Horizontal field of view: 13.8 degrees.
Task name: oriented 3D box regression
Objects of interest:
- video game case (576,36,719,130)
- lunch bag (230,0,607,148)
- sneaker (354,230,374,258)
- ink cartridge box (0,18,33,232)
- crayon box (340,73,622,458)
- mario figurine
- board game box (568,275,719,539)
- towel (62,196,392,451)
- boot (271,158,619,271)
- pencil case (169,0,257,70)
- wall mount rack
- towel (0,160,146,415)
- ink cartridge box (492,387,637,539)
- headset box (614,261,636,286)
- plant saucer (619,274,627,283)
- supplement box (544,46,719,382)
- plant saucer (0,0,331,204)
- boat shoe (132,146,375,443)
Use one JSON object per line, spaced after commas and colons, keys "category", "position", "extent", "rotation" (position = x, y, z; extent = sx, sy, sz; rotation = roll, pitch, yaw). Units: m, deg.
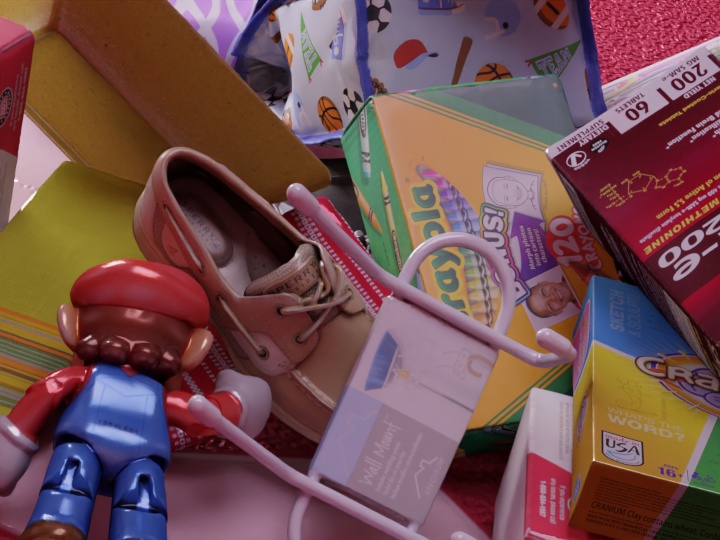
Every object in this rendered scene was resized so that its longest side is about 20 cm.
{"category": "video game case", "position": [0.174, -0.091, 1.778], "extent": [0.143, 0.018, 0.200], "rotation": [-22, 14, 24]}
{"category": "lunch bag", "position": [0.030, -0.133, 1.831], "extent": [0.170, 0.124, 0.200], "rotation": [-3, -1, -23]}
{"category": "sneaker", "position": [0.000, 0.000, 1.697], "extent": [0.199, 0.082, 0.075], "rotation": [4, 30, -21]}
{"category": "ink cartridge box", "position": [-0.261, -0.045, 1.556], "extent": [0.085, 0.148, 0.200], "rotation": [23, 28, 17]}
{"category": "crayon box", "position": [0.074, -0.003, 1.644], "extent": [0.118, 0.058, 0.200], "rotation": [-8, 72, -23]}
{"category": "mario figurine", "position": [-0.120, 0.084, 1.484], "extent": [0.123, 0.106, 0.200], "rotation": [41, 41, -32]}
{"category": "board game box", "position": [0.183, 0.082, 1.511], "extent": [0.153, 0.040, 0.200], "rotation": [15, 27, -4]}
{"category": "towel", "position": [-0.076, 0.031, 1.595], "extent": [0.200, 0.023, 0.145], "rotation": [-18, 44, -17]}
{"category": "boot", "position": [0.032, -0.030, 1.781], "extent": [0.200, 0.073, 0.182], "rotation": [0, 17, -40]}
{"category": "pencil case", "position": [-0.140, -0.158, 1.907], "extent": [0.199, 0.086, 0.084], "rotation": [5, 22, -22]}
{"category": "wall mount rack", "position": [0.007, 0.055, 1.473], "extent": [0.173, 0.200, 0.075], "rotation": [28, -15, -13]}
{"category": "towel", "position": [-0.168, 0.014, 1.591], "extent": [0.086, 0.018, 0.200], "rotation": [19, 44, 14]}
{"category": "ink cartridge box", "position": [0.169, 0.150, 1.512], "extent": [0.199, 0.086, 0.148], "rotation": [16, 27, -3]}
{"category": "headset box", "position": [0.246, -0.004, 1.737], "extent": [0.174, 0.093, 0.200], "rotation": [54, 28, -9]}
{"category": "plant saucer", "position": [0.145, 0.050, 1.753], "extent": [0.070, 0.019, 0.200], "rotation": [27, 29, 20]}
{"category": "supplement box", "position": [0.190, -0.024, 1.547], "extent": [0.109, 0.061, 0.200], "rotation": [-34, 40, -3]}
{"category": "plant saucer", "position": [-0.133, -0.093, 1.673], "extent": [0.200, 0.200, 0.048], "rotation": [47, 69, -14]}
{"category": "boat shoe", "position": [-0.038, 0.017, 1.533], "extent": [0.072, 0.065, 0.200], "rotation": [-40, 79, -25]}
